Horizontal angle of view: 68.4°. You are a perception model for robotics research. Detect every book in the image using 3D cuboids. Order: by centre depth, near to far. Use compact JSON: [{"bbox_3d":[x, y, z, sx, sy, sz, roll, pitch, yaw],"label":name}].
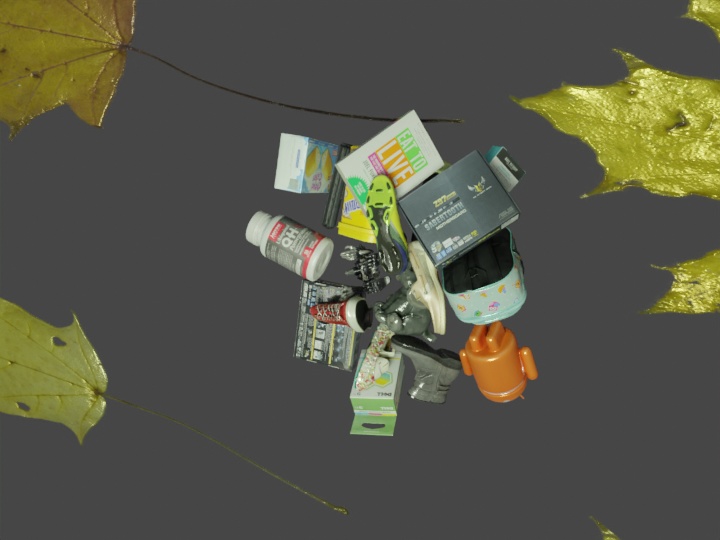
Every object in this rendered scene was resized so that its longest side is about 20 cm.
[{"bbox_3d":[0.060,-0.220,1.103,0.199,0.048,0.135,-37,110,-9],"label":"book"}]

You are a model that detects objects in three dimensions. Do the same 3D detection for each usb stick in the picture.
[{"bbox_3d":[-0.054,-0.198,1.253,0.032,0.055,0.204,17,102,15],"label":"usb stick"}]

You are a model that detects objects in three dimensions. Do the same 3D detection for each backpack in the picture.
[{"bbox_3d":[0.260,0.024,1.114,0.173,0.201,0.155,-17,111,17],"label":"backpack"}]

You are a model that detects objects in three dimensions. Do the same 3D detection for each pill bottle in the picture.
[{"bbox_3d":[-0.173,-0.065,1.279,0.197,0.111,0.112,26,105,11],"label":"pill bottle"}]

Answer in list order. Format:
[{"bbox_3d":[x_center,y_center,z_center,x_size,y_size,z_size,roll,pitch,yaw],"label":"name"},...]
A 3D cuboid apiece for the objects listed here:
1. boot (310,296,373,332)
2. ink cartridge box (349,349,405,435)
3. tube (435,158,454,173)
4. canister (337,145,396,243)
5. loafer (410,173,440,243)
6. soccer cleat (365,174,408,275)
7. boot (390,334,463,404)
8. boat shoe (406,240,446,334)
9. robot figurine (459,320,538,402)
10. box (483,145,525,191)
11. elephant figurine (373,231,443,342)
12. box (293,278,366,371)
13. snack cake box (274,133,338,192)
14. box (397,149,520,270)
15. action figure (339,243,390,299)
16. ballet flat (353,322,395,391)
[{"bbox_3d":[-0.053,0.095,1.172,0.141,0.200,0.074,4,82,9],"label":"boot"},{"bbox_3d":[0.037,0.274,1.218,0.102,0.202,0.060,-2,128,16],"label":"ink cartridge box"},{"bbox_3d":[0.197,-0.206,1.183,0.198,0.052,0.058,30,144,8],"label":"tube"},{"bbox_3d":[0.022,-0.173,1.196,0.148,0.085,0.204,19,104,52],"label":"canister"},{"bbox_3d":[0.154,-0.128,1.188,0.072,0.072,0.203,-2,124,-25],"label":"loafer"},{"bbox_3d":[0.056,-0.091,1.081,0.063,0.084,0.204,-8,95,21],"label":"soccer cleat"},{"bbox_3d":[0.137,0.235,1.217,0.197,0.070,0.133,23,104,-14],"label":"boot"},{"bbox_3d":[0.136,0.036,1.107,0.064,0.072,0.204,-12,83,5],"label":"boat shoe"},{"bbox_3d":[0.298,0.203,1.155,0.142,0.117,0.202,-24,117,3],"label":"robot figurine"},{"bbox_3d":[0.253,-0.161,1.129,0.082,0.049,0.201,39,93,-21],"label":"box"},{"bbox_3d":[0.123,0.039,1.190,0.141,0.154,0.203,41,112,39],"label":"elephant figurine"},{"bbox_3d":[-0.077,0.131,1.311,0.158,0.049,0.204,10,101,16],"label":"box"},{"bbox_3d":[-0.117,-0.236,1.191,0.066,0.200,0.117,12,101,14],"label":"snack cake box"},{"bbox_3d":[0.195,-0.121,1.064,0.198,0.051,0.159,-32,72,6],"label":"box"},{"bbox_3d":[0.000,0.000,1.185,0.100,0.200,0.122,-6,92,-14],"label":"action figure"},{"bbox_3d":[0.044,0.193,1.213,0.063,0.201,0.077,9,134,18],"label":"ballet flat"}]
